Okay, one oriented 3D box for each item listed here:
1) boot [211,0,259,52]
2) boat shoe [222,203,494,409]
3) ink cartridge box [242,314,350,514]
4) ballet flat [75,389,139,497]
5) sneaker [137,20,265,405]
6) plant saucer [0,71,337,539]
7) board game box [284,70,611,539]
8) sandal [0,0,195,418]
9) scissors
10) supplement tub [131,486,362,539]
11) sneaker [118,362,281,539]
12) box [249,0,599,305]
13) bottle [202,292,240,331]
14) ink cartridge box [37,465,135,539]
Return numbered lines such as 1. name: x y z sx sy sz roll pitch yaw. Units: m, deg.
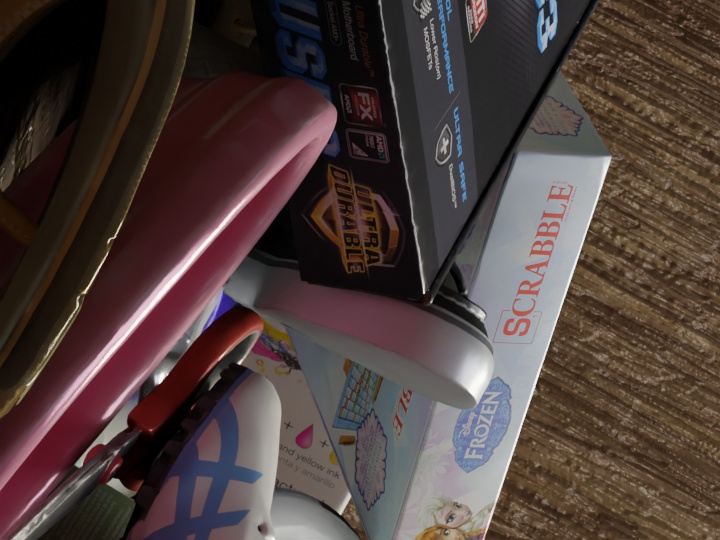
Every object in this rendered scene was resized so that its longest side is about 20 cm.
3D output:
1. boot: -0.020 -0.099 0.968 0.200 0.073 0.156 -79 -168 -72
2. boat shoe: 0.000 0.000 0.902 0.057 0.068 0.200 -62 -161 -3
3. ink cartridge box: -0.027 0.002 1.313 0.200 0.147 0.145 -62 179 29
4. ballet flat: -0.104 0.060 1.037 0.074 0.074 0.200 -62 -177 12
5. sneaker: -0.067 -0.013 0.872 0.115 0.075 0.200 -63 -178 -9
6. plant saucer: -0.087 0.019 0.725 0.201 0.051 0.201 -50 180 0
7. board game box: 0.024 -0.017 1.062 0.200 0.041 0.201 -113 -148 -51
8. sandal: -0.064 -0.063 0.592 0.080 0.054 0.201 136 -31 -74
9. scissors: -0.072 0.049 0.816 0.073 0.014 0.200 -53 173 11
10. supplement tub: -0.090 0.149 1.089 0.200 0.122 0.123 -8 -134 51
11. sneaker: -0.050 0.121 0.818 0.072 0.072 0.201 115 -9 -56
12. box: 0.025 -0.129 0.815 0.199 0.049 0.201 -58 149 -43
13. bottle: -0.070 -0.011 1.081 0.084 0.065 0.200 -60 179 12
14. ink cartridge box: -0.080 0.143 0.929 0.048 0.199 0.146 -59 179 -37
